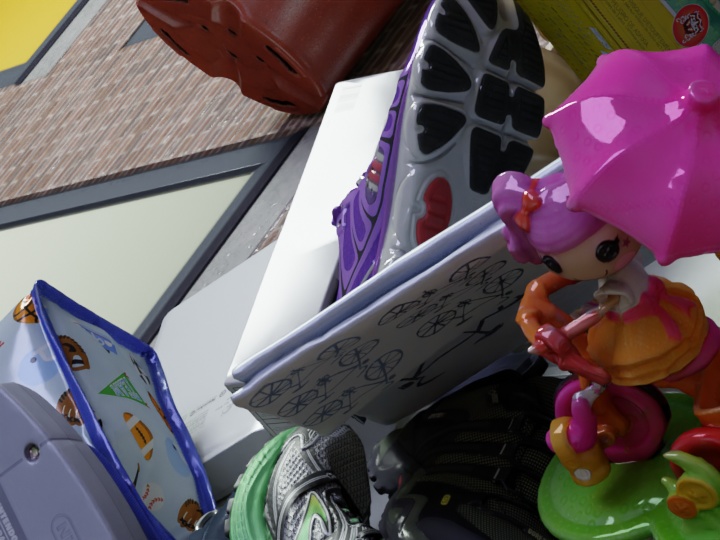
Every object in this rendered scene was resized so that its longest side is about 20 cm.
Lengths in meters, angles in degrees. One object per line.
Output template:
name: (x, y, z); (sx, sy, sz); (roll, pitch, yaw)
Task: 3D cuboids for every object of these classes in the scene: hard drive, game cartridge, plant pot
hard drive: (-0.078, 0.062, 1.455); (0.132, 0.026, 0.200); (-33, 24, 27)
game cartridge: (-0.157, 0.162, 1.233); (0.133, 0.201, 0.040); (-36, -20, 23)
plant pot: (-0.040, -0.223, 1.712); (0.196, 0.201, 0.201); (-59, 24, -14)

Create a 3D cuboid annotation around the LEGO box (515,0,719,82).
LEGO box: (0.152, -0.155, 1.197); (0.149, 0.200, 0.077); (-48, 29, -9)

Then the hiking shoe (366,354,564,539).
hiking shoe: (0.062, 0.088, 1.089); (0.101, 0.076, 0.200); (-45, 20, 6)

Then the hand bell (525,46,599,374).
hand bell: (0.087, -0.012, 1.224); (0.104, 0.104, 0.200); (-38, 37, 15)

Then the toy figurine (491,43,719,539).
toy figurine: (0.115, 0.003, 0.946); (0.199, 0.184, 0.150); (-11, 35, 34)

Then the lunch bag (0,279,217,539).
lunch bag: (-0.168, 0.136, 1.331); (0.170, 0.124, 0.200); (-41, 48, 16)

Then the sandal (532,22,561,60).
sandal: (0.106, -0.152, 1.344); (0.078, 0.070, 0.212); (-42, -5, 0)

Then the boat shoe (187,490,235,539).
boat shoe: (-0.062, 0.159, 1.181); (0.062, 0.075, 0.200); (-32, 23, 24)

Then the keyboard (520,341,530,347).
keyboard: (0.134, -0.039, 1.288); (0.056, 0.011, 0.200); (-6, 43, 50)

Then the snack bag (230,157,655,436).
snack bag: (0.053, 0.013, 1.074); (0.188, 0.021, 0.200); (-33, -17, 10)

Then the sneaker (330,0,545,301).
sneaker: (0.022, -0.044, 1.204); (0.083, 0.080, 0.201); (10, 80, 50)

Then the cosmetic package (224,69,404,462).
cosmetic package: (0.000, 0.000, 1.311); (0.050, 0.083, 0.201); (-8, 47, 33)

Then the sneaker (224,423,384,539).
sneaker: (-0.006, 0.136, 1.132); (0.085, 0.078, 0.200); (-35, 32, 22)
